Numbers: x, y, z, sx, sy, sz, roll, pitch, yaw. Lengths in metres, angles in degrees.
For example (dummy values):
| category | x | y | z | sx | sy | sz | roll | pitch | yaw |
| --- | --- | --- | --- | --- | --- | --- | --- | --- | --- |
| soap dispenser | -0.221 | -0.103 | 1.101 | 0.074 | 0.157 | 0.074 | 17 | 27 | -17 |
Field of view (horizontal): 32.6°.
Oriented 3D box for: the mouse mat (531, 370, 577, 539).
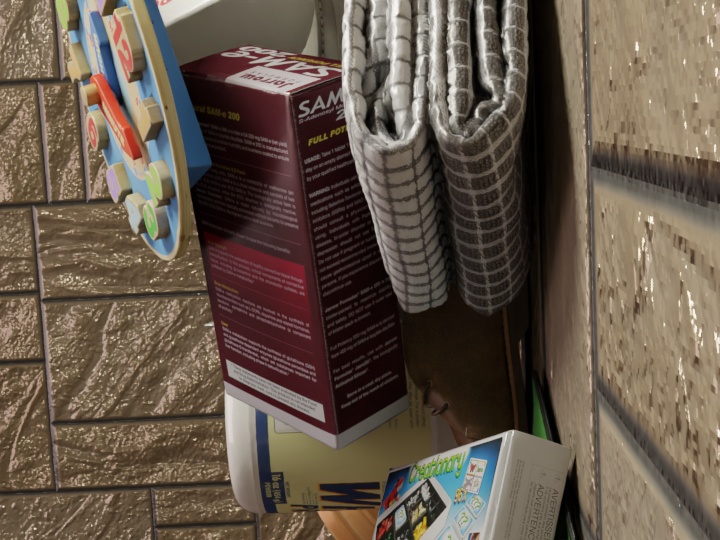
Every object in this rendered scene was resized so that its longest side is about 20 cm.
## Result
| category | x | y | z | sx | sy | sz | roll | pitch | yaw |
| --- | --- | --- | --- | --- | --- | --- | --- | --- | --- |
| mouse mat | 0.099 | 0.174 | 0.636 | 0.161 | 0.007 | 0.202 | -89 | -5 | -64 |

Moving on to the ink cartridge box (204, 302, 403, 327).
| category | x | y | z | sx | sy | sz | roll | pitch | yaw |
| --- | --- | --- | --- | --- | --- | --- | --- | --- | --- |
| ink cartridge box | 0.000 | 0.000 | 0.820 | 0.117 | 0.197 | 0.068 | -30 | -62 | -88 |

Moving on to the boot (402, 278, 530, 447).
| category | x | y | z | sx | sy | sz | roll | pitch | yaw |
| --- | --- | --- | --- | --- | --- | --- | --- | --- | --- |
| boot | 0.064 | 0.076 | 0.728 | 0.074 | 0.074 | 0.203 | 89 | 178 | -86 |

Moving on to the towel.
| category | x | y | z | sx | sy | sz | roll | pitch | yaw |
| --- | --- | --- | --- | --- | --- | --- | --- | --- | --- |
| towel | 0.048 | -0.100 | 0.616 | 0.166 | 0.084 | 0.202 | 69 | -158 | -61 |

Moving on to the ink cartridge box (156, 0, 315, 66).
| category | x | y | z | sx | sy | sz | roll | pitch | yaw |
| --- | --- | --- | --- | --- | --- | --- | --- | --- | --- |
| ink cartridge box | -0.056 | -0.203 | 0.808 | 0.144 | 0.146 | 0.202 | 39 | -141 | -46 |

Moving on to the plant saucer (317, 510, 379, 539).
| category | x | y | z | sx | sy | sz | roll | pitch | yaw |
| --- | --- | --- | --- | --- | --- | --- | --- | --- | --- |
| plant saucer | 0.039 | 0.202 | 1.126 | 0.032 | 0.199 | 0.201 | -48 | 25 | 31 |

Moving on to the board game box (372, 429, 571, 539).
| category | x | y | z | sx | sy | sz | roll | pitch | yaw |
| --- | --- | --- | --- | --- | --- | --- | --- | --- | --- |
| board game box | 0.041 | 0.157 | 0.622 | 0.200 | 0.034 | 0.128 | 137 | 150 | -70 |

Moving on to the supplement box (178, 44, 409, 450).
| category | x | y | z | sx | sy | sz | roll | pitch | yaw |
| --- | --- | --- | --- | --- | --- | --- | --- | --- | --- |
| supplement box | -0.038 | -0.015 | 0.681 | 0.108 | 0.061 | 0.202 | 19 | 125 | 45 |

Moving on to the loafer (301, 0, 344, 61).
| category | x | y | z | sx | sy | sz | roll | pitch | yaw |
| --- | --- | --- | --- | --- | --- | --- | --- | --- | --- |
| loafer | -0.014 | -0.097 | 0.699 | 0.070 | 0.069 | 0.202 | -71 | -23 | -61 |

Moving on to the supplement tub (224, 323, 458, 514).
| category | x | y | z | sx | sy | sz | roll | pitch | yaw |
| --- | --- | --- | --- | --- | --- | --- | --- | --- | --- |
| supplement tub | 0.007 | 0.101 | 0.901 | 0.145 | 0.197 | 0.147 | -3 | -90 | -88 |

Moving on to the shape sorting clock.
| category | x | y | z | sx | sy | sz | roll | pitch | yaw |
| --- | --- | --- | --- | --- | --- | --- | --- | --- | --- |
| shape sorting clock | -0.136 | -0.102 | 0.687 | 0.200 | 0.039 | 0.202 | 45 | 144 | 46 |
